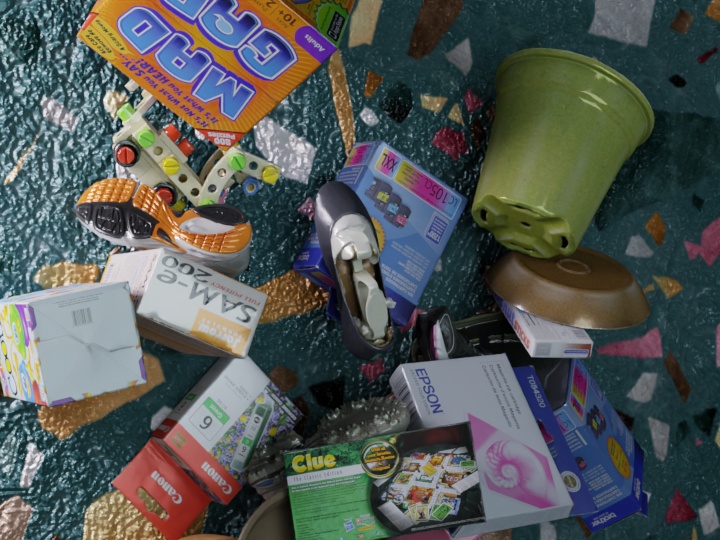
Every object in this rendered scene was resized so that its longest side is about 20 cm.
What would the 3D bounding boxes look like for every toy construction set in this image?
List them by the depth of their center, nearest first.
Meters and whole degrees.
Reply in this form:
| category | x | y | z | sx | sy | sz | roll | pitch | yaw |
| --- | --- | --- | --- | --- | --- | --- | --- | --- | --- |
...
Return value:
| category | x | y | z | sx | sy | sz | roll | pitch | yaw |
| --- | --- | --- | --- | --- | --- | --- | --- | --- | --- |
| toy construction set | -0.193 | -0.140 | 1.629 | 0.131 | 0.092 | 0.200 | -39 | 98 | 5 |

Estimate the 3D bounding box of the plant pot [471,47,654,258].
| category | x | y | z | sx | sy | sz | roll | pitch | yaw |
| --- | --- | --- | --- | --- | --- | --- | --- | --- | --- |
| plant pot | 0.219 | -0.124 | 1.746 | 0.199 | 0.200 | 0.186 | 33 | 68 | -20 |

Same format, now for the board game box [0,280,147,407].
| category | x | y | z | sx | sy | sz | roll | pitch | yaw |
| --- | --- | --- | --- | --- | --- | --- | --- | --- | --- |
| board game box | -0.301 | 0.072 | 1.514 | 0.104 | 0.200 | 0.104 | -12 | 94 | -25 |

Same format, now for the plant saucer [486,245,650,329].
| category | x | y | z | sx | sy | sz | roll | pitch | yaw |
| --- | --- | --- | --- | --- | --- | --- | --- | --- | --- |
| plant saucer | 0.249 | 0.010 | 1.774 | 0.198 | 0.200 | 0.036 | 0 | 115 | -25 |

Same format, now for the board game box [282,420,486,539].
| category | x | y | z | sx | sy | sz | roll | pitch | yaw |
| --- | --- | --- | --- | --- | --- | --- | --- | --- | --- |
| board game box | 0.024 | 0.222 | 1.538 | 0.198 | 0.023 | 0.106 | -10 | 82 | 6 |

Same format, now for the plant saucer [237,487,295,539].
| category | x | y | z | sx | sy | sz | roll | pitch | yaw |
| --- | --- | --- | --- | --- | --- | --- | --- | --- | --- |
| plant saucer | -0.059 | 0.327 | 1.566 | 0.199 | 0.029 | 0.202 | 10 | 74 | -38 |

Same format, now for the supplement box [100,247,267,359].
| category | x | y | z | sx | sy | sz | roll | pitch | yaw |
| --- | --- | --- | --- | --- | --- | --- | --- | --- | --- |
| supplement box | -0.194 | 0.035 | 1.565 | 0.125 | 0.200 | 0.074 | 24 | 79 | -23 |

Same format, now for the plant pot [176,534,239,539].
| category | x | y | z | sx | sy | sz | roll | pitch | yaw |
| --- | --- | --- | --- | --- | --- | --- | --- | --- | --- |
| plant pot | -0.180 | 0.377 | 1.599 | 0.198 | 0.140 | 0.203 | 1 | 88 | -25 |

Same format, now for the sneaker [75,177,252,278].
| category | x | y | z | sx | sy | sz | roll | pitch | yaw |
| --- | --- | --- | --- | --- | --- | --- | --- | --- | --- |
| sneaker | -0.210 | -0.033 | 1.600 | 0.198 | 0.092 | 0.076 | 16 | 60 | 11 |

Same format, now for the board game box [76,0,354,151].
| category | x | y | z | sx | sy | sz | roll | pitch | yaw |
| --- | --- | --- | --- | --- | --- | --- | --- | --- | --- |
| board game box | -0.135 | -0.295 | 1.559 | 0.199 | 0.199 | 0.201 | 37 | 42 | -19 |

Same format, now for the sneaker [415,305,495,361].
| category | x | y | z | sx | sy | sz | roll | pitch | yaw |
| --- | --- | --- | --- | --- | --- | --- | --- | --- | --- |
| sneaker | 0.128 | 0.114 | 1.750 | 0.086 | 0.080 | 0.201 | -27 | 126 | -7 |

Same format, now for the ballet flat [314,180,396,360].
| category | x | y | z | sx | sy | sz | roll | pitch | yaw |
| --- | --- | --- | --- | --- | --- | --- | --- | --- | --- |
| ballet flat | 0.000 | 0.000 | 1.633 | 0.072 | 0.073 | 0.202 | -14 | 96 | -24 |

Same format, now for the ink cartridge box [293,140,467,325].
| category | x | y | z | sx | sy | sz | roll | pitch | yaw |
| --- | --- | --- | --- | --- | --- | --- | --- | --- | --- |
| ink cartridge box | 0.017 | -0.028 | 1.726 | 0.136 | 0.076 | 0.201 | 31 | 78 | -21 |

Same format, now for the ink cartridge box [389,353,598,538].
| category | x | y | z | sx | sy | sz | roll | pitch | yaw |
| --- | --- | --- | --- | --- | --- | --- | --- | --- | --- |
| ink cartridge box | 0.152 | 0.184 | 1.638 | 0.198 | 0.043 | 0.198 | -5 | 56 | -29 |

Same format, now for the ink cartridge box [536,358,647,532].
| category | x | y | z | sx | sy | sz | roll | pitch | yaw |
| --- | --- | --- | --- | --- | --- | --- | --- | --- | --- |
| ink cartridge box | 0.278 | 0.218 | 1.813 | 0.076 | 0.137 | 0.201 | -29 | 106 | 23 |

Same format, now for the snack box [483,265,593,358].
| category | x | y | z | sx | sy | sz | roll | pitch | yaw |
| --- | --- | --- | --- | --- | --- | --- | --- | --- | --- |
| snack box | 0.205 | 0.046 | 1.751 | 0.071 | 0.200 | 0.025 | 1 | 115 | -13 |

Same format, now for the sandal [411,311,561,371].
| category | x | y | z | sx | sy | sz | roll | pitch | yaw |
| --- | --- | --- | --- | --- | --- | --- | --- | --- | --- |
| sandal | 0.156 | 0.079 | 1.806 | 0.199 | 0.057 | 0.081 | -3 | 109 | -11 |

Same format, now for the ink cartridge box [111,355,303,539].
| category | x | y | z | sx | sy | sz | roll | pitch | yaw |
| --- | --- | --- | --- | --- | --- | --- | --- | --- | --- |
| ink cartridge box | -0.168 | 0.196 | 1.656 | 0.109 | 0.050 | 0.200 | 47 | 71 | -17 |

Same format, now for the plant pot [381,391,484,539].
| category | x | y | z | sx | sy | sz | roll | pitch | yaw |
| --- | --- | --- | --- | --- | --- | --- | --- | --- | --- |
| plant pot | 0.059 | 0.231 | 1.696 | 0.199 | 0.200 | 0.180 | -31 | 86 | -22 |

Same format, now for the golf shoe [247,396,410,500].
| category | x | y | z | sx | sy | sz | roll | pitch | yaw |
| --- | --- | --- | --- | --- | --- | --- | --- | --- | --- |
| golf shoe | -0.021 | 0.206 | 1.621 | 0.199 | 0.079 | 0.098 | -25 | 111 | 22 |
